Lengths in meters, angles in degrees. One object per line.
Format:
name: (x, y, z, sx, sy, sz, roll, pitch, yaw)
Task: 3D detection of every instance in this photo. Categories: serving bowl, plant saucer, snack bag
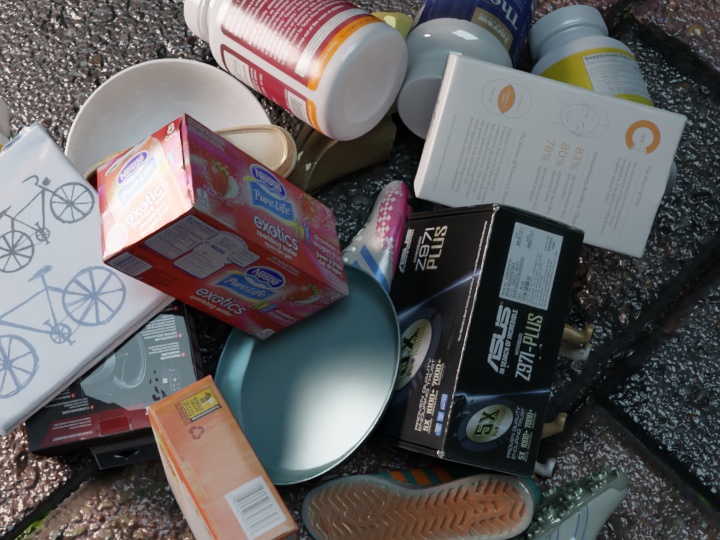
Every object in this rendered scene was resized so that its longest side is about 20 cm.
serving bowl: (-0.173, -0.094, 1.102, 0.199, 0.066, 0.201, 0, 84, -1)
plant saucer: (-0.043, 0.088, 1.001, 0.200, 0.027, 0.201, -18, 57, 31)
snack bag: (-0.281, 0.003, 0.967, 0.188, 0.021, 0.200, -41, 81, -10)

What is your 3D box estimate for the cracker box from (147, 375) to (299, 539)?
cracker box: (-0.102, 0.183, 0.903, 0.058, 0.200, 0.134, -27, 67, -17)

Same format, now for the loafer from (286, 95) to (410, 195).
loafer: (-0.001, -0.132, 1.139, 0.067, 0.076, 0.200, 37, 65, 15)

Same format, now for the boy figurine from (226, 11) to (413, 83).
boy figurine: (-0.041, -0.233, 1.196, 0.199, 0.065, 0.124, -7, 38, -10)

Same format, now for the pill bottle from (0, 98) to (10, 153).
pill bottle: (-0.367, -0.065, 1.064, 0.112, 0.113, 0.201, -2, 63, -5)

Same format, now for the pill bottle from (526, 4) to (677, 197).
pill bottle: (0.228, -0.156, 1.145, 0.112, 0.112, 0.201, -10, 63, -8)

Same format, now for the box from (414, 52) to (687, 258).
box: (0.158, -0.102, 1.006, 0.199, 0.097, 0.125, 15, 102, -2)

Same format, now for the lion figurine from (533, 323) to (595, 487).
lion figurine: (0.134, 0.090, 1.039, 0.122, 0.073, 0.200, 15, 67, 15)

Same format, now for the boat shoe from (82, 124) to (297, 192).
boat shoe: (-0.153, -0.086, 1.034, 0.199, 0.069, 0.074, -17, 85, -3)

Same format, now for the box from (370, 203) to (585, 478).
box: (0.087, 0.054, 0.959, 0.086, 0.164, 0.201, 16, 84, -21)

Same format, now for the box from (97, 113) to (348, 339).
box: (-0.110, -0.030, 0.961, 0.100, 0.200, 0.096, -27, 55, 25)

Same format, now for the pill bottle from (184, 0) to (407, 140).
pill bottle: (-0.064, -0.211, 1.069, 0.200, 0.113, 0.113, 35, 66, 26)

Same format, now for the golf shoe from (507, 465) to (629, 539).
golf shoe: (0.159, 0.246, 0.971, 0.200, 0.078, 0.097, -36, 90, -16)

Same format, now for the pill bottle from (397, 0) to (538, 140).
pill bottle: (0.101, -0.219, 1.135, 0.111, 0.111, 0.200, 17, 52, 6)

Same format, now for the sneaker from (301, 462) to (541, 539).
sneaker: (0.053, 0.200, 0.981, 0.199, 0.080, 0.072, -5, 86, 17)

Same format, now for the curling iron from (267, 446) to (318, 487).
curling iron: (0.007, 0.127, 1.035, 0.200, 0.026, 0.050, -31, 62, -16)

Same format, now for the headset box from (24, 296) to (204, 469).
headset box: (-0.215, 0.066, 1.003, 0.148, 0.077, 0.201, -12, 78, -3)

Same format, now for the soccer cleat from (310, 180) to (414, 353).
soccer cleat: (0.000, 0.000, 1.076, 0.086, 0.070, 0.201, 8, 63, 2)
